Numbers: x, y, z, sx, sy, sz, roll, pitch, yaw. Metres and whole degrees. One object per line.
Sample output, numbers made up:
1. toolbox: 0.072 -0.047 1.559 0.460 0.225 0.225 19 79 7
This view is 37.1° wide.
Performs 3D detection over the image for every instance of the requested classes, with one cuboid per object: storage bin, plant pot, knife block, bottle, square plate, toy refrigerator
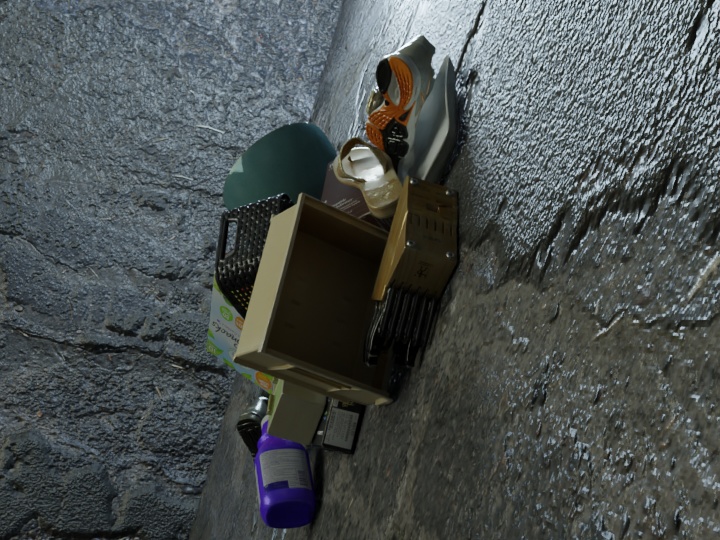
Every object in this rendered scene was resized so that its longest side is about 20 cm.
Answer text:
1. storage bin: -0.032 0.044 1.308 0.094 0.198 0.201 -21 51 56
2. plant pot: -0.101 -0.116 1.717 0.135 0.200 0.200 51 139 24
3. knife block: 0.052 0.013 1.253 0.200 0.064 0.176 -85 15 -49
4. bottle: -0.117 0.295 1.608 0.200 0.083 0.065 -108 20 -55
5. square plate: 0.090 -0.159 1.438 0.198 0.028 0.200 -84 14 -50
6. toy refrigerator: -0.088 0.150 1.530 0.200 0.070 0.076 -89 18 -59
7. storage bin: -0.105 0.011 1.448 0.200 0.094 0.135 56 -154 -44

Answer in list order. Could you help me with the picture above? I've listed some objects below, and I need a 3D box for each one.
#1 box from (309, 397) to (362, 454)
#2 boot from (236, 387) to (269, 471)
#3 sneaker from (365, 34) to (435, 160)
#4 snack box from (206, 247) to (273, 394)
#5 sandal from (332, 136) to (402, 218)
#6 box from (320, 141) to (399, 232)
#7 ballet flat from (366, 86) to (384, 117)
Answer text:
1. box: -0.028 0.156 1.522 0.200 0.050 0.199 144 142 -75
2. boot: -0.124 0.246 1.806 0.200 0.072 0.182 -63 -40 -56
3. sneaker: 0.066 -0.234 1.464 0.092 0.076 0.200 -46 -16 -29
4. snack box: -0.167 0.081 1.675 0.053 0.142 0.200 -38 -28 -41
5. sandal: 0.005 -0.148 1.454 0.070 0.077 0.212 65 176 -34
6. box: 0.001 -0.096 1.528 0.100 0.075 0.200 -26 30 23
7. ballet flat: 0.031 -0.251 1.596 0.068 0.046 0.200 -65 -4 16
